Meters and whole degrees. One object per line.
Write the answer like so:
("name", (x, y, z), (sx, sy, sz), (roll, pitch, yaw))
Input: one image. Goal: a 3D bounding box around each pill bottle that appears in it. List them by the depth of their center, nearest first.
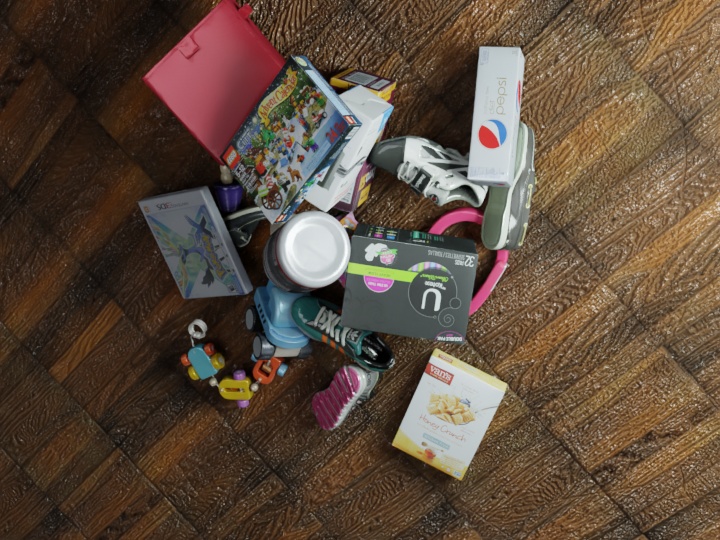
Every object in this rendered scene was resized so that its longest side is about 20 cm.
("pill bottle", (-0.093, -0.024, 1.466), (0.114, 0.200, 0.118), (1, 85, -15))

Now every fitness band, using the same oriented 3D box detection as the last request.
("fitness band", (0.162, -0.010, 1.545), (0.143, 0.037, 0.201), (35, 115, 7))

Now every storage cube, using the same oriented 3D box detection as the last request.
("storage cube", (-0.210, -0.302, 1.449), (0.199, 0.171, 0.180), (-40, 107, 8))

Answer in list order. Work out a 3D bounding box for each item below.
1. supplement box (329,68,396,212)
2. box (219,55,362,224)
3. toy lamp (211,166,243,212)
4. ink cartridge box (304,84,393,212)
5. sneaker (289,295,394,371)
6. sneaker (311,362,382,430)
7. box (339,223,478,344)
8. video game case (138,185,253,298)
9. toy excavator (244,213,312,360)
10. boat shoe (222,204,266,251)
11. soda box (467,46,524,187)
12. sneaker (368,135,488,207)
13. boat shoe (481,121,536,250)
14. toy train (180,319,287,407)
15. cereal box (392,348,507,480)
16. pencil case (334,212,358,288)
("supplement box", (-0.015, -0.210, 1.489), (0.085, 0.110, 0.202), (18, 114, 11))
("box", (-0.104, -0.185, 1.326), (0.137, 0.038, 0.200), (50, 120, 14))
("toy lamp", (-0.232, -0.202, 1.596), (0.057, 0.058, 0.203), (6, 110, 16))
("ink cartridge box", (-0.036, -0.167, 1.386), (0.067, 0.116, 0.201), (32, 116, 5))
("sneaker", (-0.024, 0.102, 1.550), (0.199, 0.080, 0.072), (32, 75, -10))
("sneaker", (-0.020, 0.222, 1.667), (0.074, 0.087, 0.200), (57, 140, 20))
("box", (0.077, 0.018, 1.466), (0.197, 0.124, 0.151), (8, 103, 2))
("video game case", (-0.292, -0.044, 1.631), (0.181, 0.022, 0.202), (-5, 116, 41))
("toy excavator", (-0.129, 0.029, 1.603), (0.099, 0.196, 0.201), (3, 133, -28))
("boat shoe", (-0.214, -0.070, 1.625), (0.198, 0.072, 0.068), (-21, 93, 33))
("soda box", (0.205, -0.231, 1.396), (0.063, 0.068, 0.203), (6, 90, 17))
("sneaker", (0.108, -0.149, 1.441), (0.197, 0.090, 0.074), (10, 149, -9))
("boat shoe", (0.243, -0.131, 1.460), (0.060, 0.072, 0.204), (5, 103, -30))
("toy train", (-0.235, 0.167, 1.732), (0.198, 0.056, 0.152), (26, 114, 5))
("cereal box", (0.156, 0.256, 1.636), (0.142, 0.040, 0.202), (25, 115, 9))
("pencil case", (0.000, 0.000, 1.576), (0.087, 0.087, 0.201), (-29, 98, 25))
